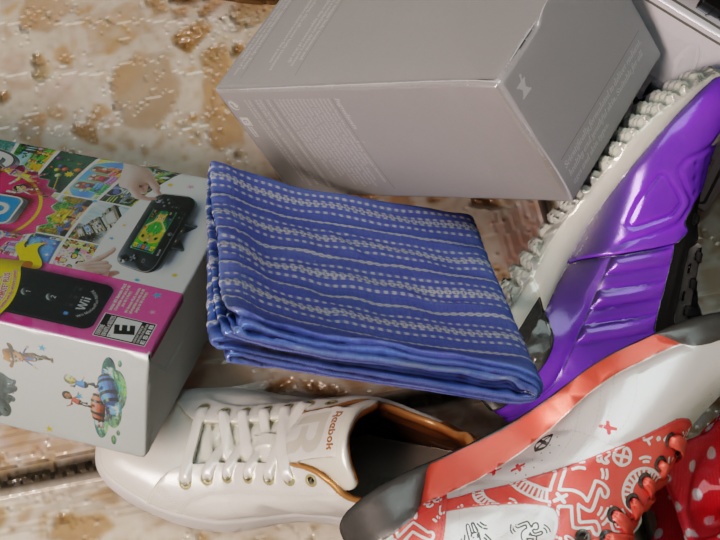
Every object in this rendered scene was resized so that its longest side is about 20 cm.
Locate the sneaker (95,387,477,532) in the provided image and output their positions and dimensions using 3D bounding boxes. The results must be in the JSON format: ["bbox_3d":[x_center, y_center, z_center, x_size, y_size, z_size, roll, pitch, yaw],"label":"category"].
[{"bbox_3d":[-0.032,0.081,0.860,0.199,0.085,0.073,5,61,8],"label":"sneaker"}]

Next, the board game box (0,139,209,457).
[{"bbox_3d":[-0.174,0.002,0.898,0.199,0.065,0.148,11,36,9],"label":"board game box"}]

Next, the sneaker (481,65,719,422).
[{"bbox_3d":[0.135,0.000,0.884,0.099,0.070,0.201,35,95,-4],"label":"sneaker"}]

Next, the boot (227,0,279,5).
[{"bbox_3d":[-0.028,-0.241,1.056,0.199,0.073,0.156,-11,60,-5],"label":"boot"}]

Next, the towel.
[{"bbox_3d":[0.000,0.000,0.831,0.144,0.024,0.200,10,22,-10],"label":"towel"}]

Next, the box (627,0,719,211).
[{"bbox_3d":[0.125,-0.134,0.941,0.199,0.117,0.060,33,55,13],"label":"box"}]

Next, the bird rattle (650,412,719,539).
[{"bbox_3d":[0.224,0.141,0.824,0.162,0.113,0.201,-11,45,-17],"label":"bird rattle"}]

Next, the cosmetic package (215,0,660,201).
[{"bbox_3d":[0.036,-0.100,0.910,0.199,0.090,0.107,9,55,44],"label":"cosmetic package"}]

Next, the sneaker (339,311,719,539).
[{"bbox_3d":[0.100,0.107,0.773,0.201,0.067,0.108,-29,68,-3],"label":"sneaker"}]
